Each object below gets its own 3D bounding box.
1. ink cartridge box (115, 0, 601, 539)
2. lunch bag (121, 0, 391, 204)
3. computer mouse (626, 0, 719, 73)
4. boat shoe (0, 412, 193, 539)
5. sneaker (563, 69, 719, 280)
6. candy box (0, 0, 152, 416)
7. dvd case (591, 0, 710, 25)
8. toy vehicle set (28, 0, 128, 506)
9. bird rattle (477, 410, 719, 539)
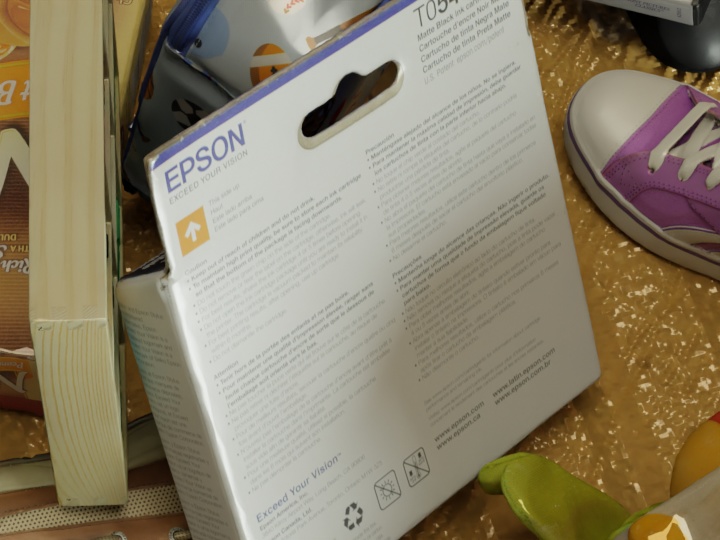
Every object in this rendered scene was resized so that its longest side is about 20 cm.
[{"bbox_3d":[0.000,0.000,1.028,0.040,0.201,0.199,15,38,42],"label":"ink cartridge box"},{"bbox_3d":[-0.022,-0.100,1.100,0.075,0.200,0.161,35,65,0],"label":"lunch bag"},{"bbox_3d":[0.130,-0.175,1.239,0.058,0.034,0.201,-12,62,-9],"label":"computer mouse"},{"bbox_3d":[-0.115,0.112,1.045,0.199,0.076,0.074,-21,67,-13],"label":"boat shoe"},{"bbox_3d":[0.172,-0.038,1.122,0.200,0.115,0.073,35,66,16],"label":"sneaker"},{"bbox_3d":[-0.157,-0.046,1.138,0.114,0.055,0.201,9,60,1],"label":"candy box"},{"bbox_3d":[0.079,-0.188,1.231,0.199,0.018,0.143,15,61,19],"label":"dvd case"},{"bbox_3d":[-0.104,-0.031,1.022,0.026,0.125,0.201,-3,57,-3],"label":"toy vehicle set"},{"bbox_3d":[0.153,0.087,1.034,0.199,0.163,0.113,-22,82,-5],"label":"bird rattle"}]
